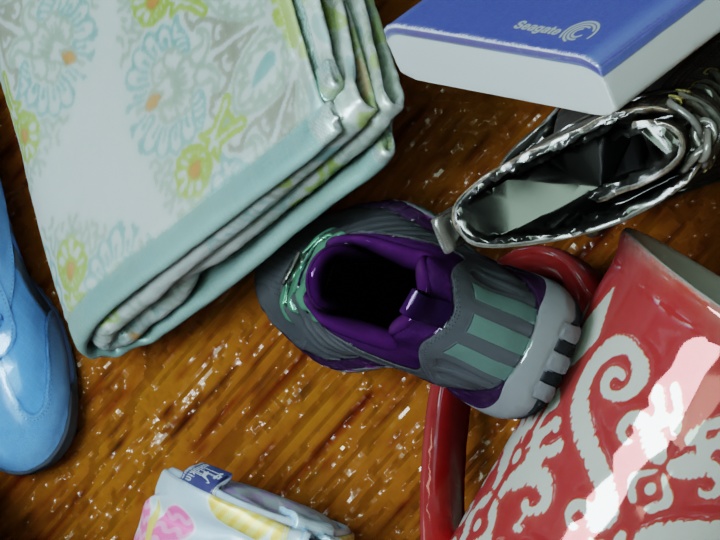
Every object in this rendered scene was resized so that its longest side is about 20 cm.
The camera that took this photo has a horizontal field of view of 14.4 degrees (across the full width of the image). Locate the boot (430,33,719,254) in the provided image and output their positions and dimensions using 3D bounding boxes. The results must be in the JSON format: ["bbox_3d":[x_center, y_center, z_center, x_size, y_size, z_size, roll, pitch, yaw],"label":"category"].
[{"bbox_3d":[0.134,-0.055,1.076,0.199,0.174,0.070,-26,91,16],"label":"boot"}]

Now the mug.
[{"bbox_3d":[0.097,0.096,1.117,0.133,0.178,0.201,29,98,-25],"label":"mug"}]

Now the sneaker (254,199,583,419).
[{"bbox_3d":[0.000,0.000,1.115,0.200,0.087,0.075,14,81,56],"label":"sneaker"}]

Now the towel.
[{"bbox_3d":[-0.071,-0.081,1.173,0.200,0.048,0.172,-35,59,36],"label":"towel"}]

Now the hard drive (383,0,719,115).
[{"bbox_3d":[0.121,-0.129,1.084,0.200,0.025,0.132,-37,28,-24],"label":"hard drive"}]

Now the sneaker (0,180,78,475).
[{"bbox_3d":[-0.179,-0.008,1.222,0.066,0.078,0.201,-20,79,12],"label":"sneaker"}]

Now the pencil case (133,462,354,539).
[{"bbox_3d":[-0.070,0.181,1.160,0.090,0.083,0.201,21,90,37],"label":"pencil case"}]
